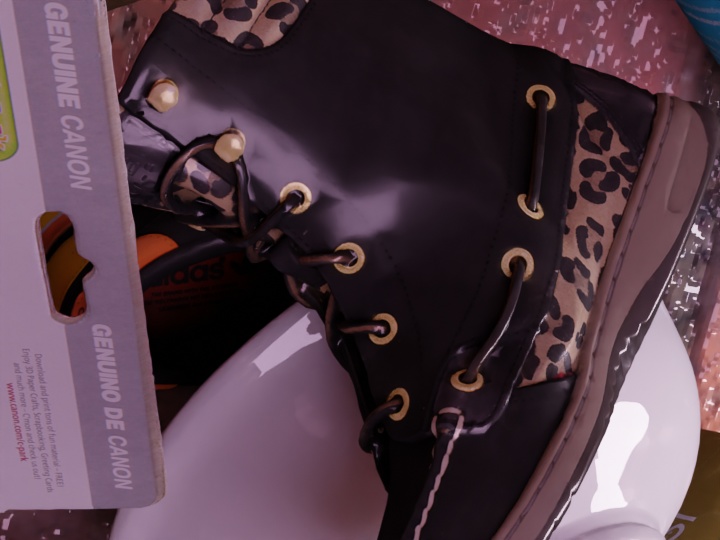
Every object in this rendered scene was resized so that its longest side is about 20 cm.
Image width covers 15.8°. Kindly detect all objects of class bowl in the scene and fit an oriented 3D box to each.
[{"bbox_3d":[0.031,0.078,0.783,0.200,0.091,0.202,-27,150,-17],"label":"bowl"}]

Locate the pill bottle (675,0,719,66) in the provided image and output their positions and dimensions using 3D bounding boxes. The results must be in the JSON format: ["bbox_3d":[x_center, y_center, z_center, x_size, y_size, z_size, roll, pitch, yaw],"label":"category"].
[{"bbox_3d":[0.160,-0.091,0.808,0.111,0.111,0.200,-41,119,-2],"label":"pill bottle"}]

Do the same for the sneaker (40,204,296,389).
[{"bbox_3d":[0.000,0.000,0.793,0.198,0.090,0.071,-11,113,-16],"label":"sneaker"}]

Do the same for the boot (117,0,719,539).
[{"bbox_3d":[-0.005,0.005,0.672,0.150,0.073,0.201,30,65,-3],"label":"boot"}]

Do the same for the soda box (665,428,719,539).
[{"bbox_3d":[0.080,0.140,0.859,0.200,0.068,0.064,-39,113,-22],"label":"soda box"}]

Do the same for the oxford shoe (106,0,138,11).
[{"bbox_3d":[-0.021,-0.129,0.740,0.199,0.084,0.073,-31,120,-5],"label":"oxford shoe"}]

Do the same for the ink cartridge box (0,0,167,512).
[{"bbox_3d":[-0.139,-0.029,0.662,0.174,0.084,0.201,1,138,1],"label":"ink cartridge box"}]
